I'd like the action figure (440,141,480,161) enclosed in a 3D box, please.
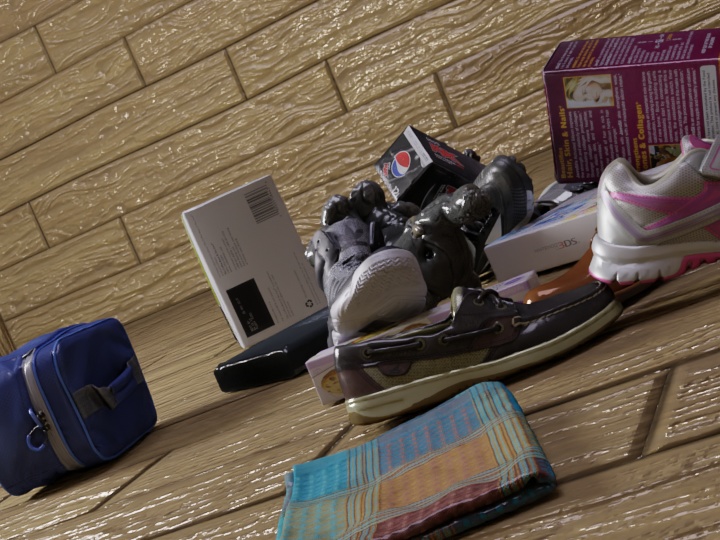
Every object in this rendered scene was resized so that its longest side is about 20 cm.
[{"bbox_3d":[0.126,-0.082,1.822,0.118,0.102,0.201,4,52,8],"label":"action figure"}]

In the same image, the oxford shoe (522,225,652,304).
[{"bbox_3d":[0.192,-0.017,0.964,0.200,0.071,0.071,-28,8,-25],"label":"oxford shoe"}]

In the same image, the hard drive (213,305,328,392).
[{"bbox_3d":[-0.045,0.068,1.386,0.200,0.033,0.139,-27,6,-40],"label":"hard drive"}]

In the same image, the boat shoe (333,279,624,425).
[{"bbox_3d":[0.076,0.043,0.873,0.200,0.066,0.072,-23,2,3],"label":"boat shoe"}]

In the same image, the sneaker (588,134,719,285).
[{"bbox_3d":[0.243,-0.048,0.845,0.199,0.089,0.081,-9,8,14],"label":"sneaker"}]

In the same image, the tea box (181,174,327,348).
[{"bbox_3d":[-0.149,-0.013,1.783,0.133,0.201,0.197,-25,5,-9],"label":"tea box"}]

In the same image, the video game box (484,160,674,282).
[{"bbox_3d":[0.250,-0.057,1.263,0.182,0.047,0.200,-25,4,-41],"label":"video game box"}]

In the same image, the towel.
[{"bbox_3d":[0.022,0.109,0.680,0.146,0.022,0.200,-24,5,2],"label":"towel"}]

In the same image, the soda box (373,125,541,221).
[{"bbox_3d":[0.111,-0.086,1.434,0.200,0.071,0.063,21,-61,-43],"label":"soda box"}]

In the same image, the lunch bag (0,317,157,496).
[{"bbox_3d":[-0.291,0.129,1.288,0.132,0.136,0.200,-23,5,12],"label":"lunch bag"}]

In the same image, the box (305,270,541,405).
[{"bbox_3d":[0.052,0.055,1.023,0.199,0.042,0.039,-21,4,21],"label":"box"}]

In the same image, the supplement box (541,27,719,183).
[{"bbox_3d":[0.304,-0.173,1.361,0.199,0.131,0.103,0,29,22],"label":"supplement box"}]

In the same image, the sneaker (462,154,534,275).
[{"bbox_3d":[0.120,-0.039,1.342,0.090,0.066,0.200,-39,-16,-30],"label":"sneaker"}]

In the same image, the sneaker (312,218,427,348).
[{"bbox_3d":[0.000,0.000,1.084,0.075,0.114,0.200,-8,-22,-12],"label":"sneaker"}]

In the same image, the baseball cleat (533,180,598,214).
[{"bbox_3d":[0.279,-0.092,1.469,0.200,0.070,0.106,-32,6,38],"label":"baseball cleat"}]

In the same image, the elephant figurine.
[{"bbox_3d":[0.051,-0.003,1.219,0.200,0.155,0.142,20,74,46],"label":"elephant figurine"}]
